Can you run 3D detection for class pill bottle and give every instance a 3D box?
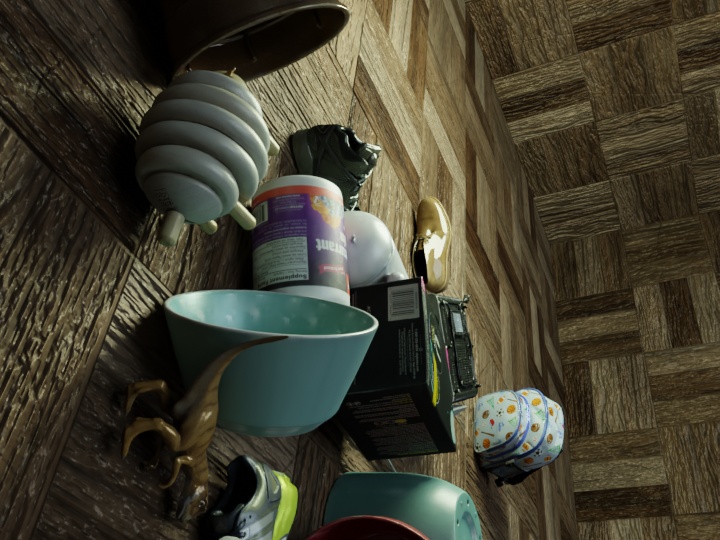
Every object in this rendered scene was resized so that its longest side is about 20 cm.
[{"bbox_3d":[-0.069,0.003,0.855,0.111,0.110,0.202,32,49,-61],"label":"pill bottle"}]

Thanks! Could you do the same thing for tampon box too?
[{"bbox_3d":[0.042,0.131,0.938,0.201,0.125,0.151,64,21,-52],"label":"tampon box"}]

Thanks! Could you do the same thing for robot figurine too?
[{"bbox_3d":[0.000,0.000,0.988,0.113,0.169,0.201,-52,143,-20],"label":"robot figurine"}]

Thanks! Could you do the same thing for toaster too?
[{"bbox_3d":[0.124,0.136,1.259,0.200,0.118,0.183,11,70,-66],"label":"toaster"}]

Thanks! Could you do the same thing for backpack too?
[{"bbox_3d":[0.345,0.345,1.612,0.154,0.190,0.202,35,44,-37],"label":"backpack"}]

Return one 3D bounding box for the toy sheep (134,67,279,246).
[{"bbox_3d":[-0.148,-0.108,0.699,0.138,0.137,0.202,51,40,-49],"label":"toy sheep"}]

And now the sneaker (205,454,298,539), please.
[{"bbox_3d":[-0.113,0.264,0.680,0.081,0.073,0.201,52,25,-36],"label":"sneaker"}]

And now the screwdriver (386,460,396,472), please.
[{"bbox_3d":[0.018,0.236,1.070,0.201,0.028,0.029,64,-3,-37],"label":"screwdriver"}]

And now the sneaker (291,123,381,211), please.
[{"bbox_3d":[-0.017,-0.112,1.048,0.076,0.113,0.201,-41,119,-64],"label":"sneaker"}]

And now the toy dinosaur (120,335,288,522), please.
[{"bbox_3d":[-0.140,0.116,0.613,0.061,0.105,0.201,-119,-137,-56],"label":"toy dinosaur"}]

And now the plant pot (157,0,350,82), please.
[{"bbox_3d":[-0.138,-0.320,0.770,0.200,0.199,0.200,68,22,-2],"label":"plant pot"}]

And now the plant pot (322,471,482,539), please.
[{"bbox_3d":[0.066,0.355,0.942,0.200,0.160,0.203,-11,90,-69],"label":"plant pot"}]

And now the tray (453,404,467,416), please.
[{"bbox_3d":[0.100,0.246,1.180,0.022,0.107,0.200,57,16,18],"label":"tray"}]

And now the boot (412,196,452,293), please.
[{"bbox_3d":[0.137,-0.059,1.474,0.075,0.073,0.202,21,61,-53],"label":"boot"}]

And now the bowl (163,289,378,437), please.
[{"bbox_3d":[-0.087,0.088,0.696,0.201,0.199,0.106,-11,108,-69],"label":"bowl"}]

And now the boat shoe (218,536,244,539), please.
[{"bbox_3d":[-0.157,0.271,0.551,0.202,0.086,0.075,-38,123,-35],"label":"boat shoe"}]

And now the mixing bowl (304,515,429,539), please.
[{"bbox_3d":[0.020,0.353,0.803,0.108,0.198,0.202,8,71,-78],"label":"mixing bowl"}]
